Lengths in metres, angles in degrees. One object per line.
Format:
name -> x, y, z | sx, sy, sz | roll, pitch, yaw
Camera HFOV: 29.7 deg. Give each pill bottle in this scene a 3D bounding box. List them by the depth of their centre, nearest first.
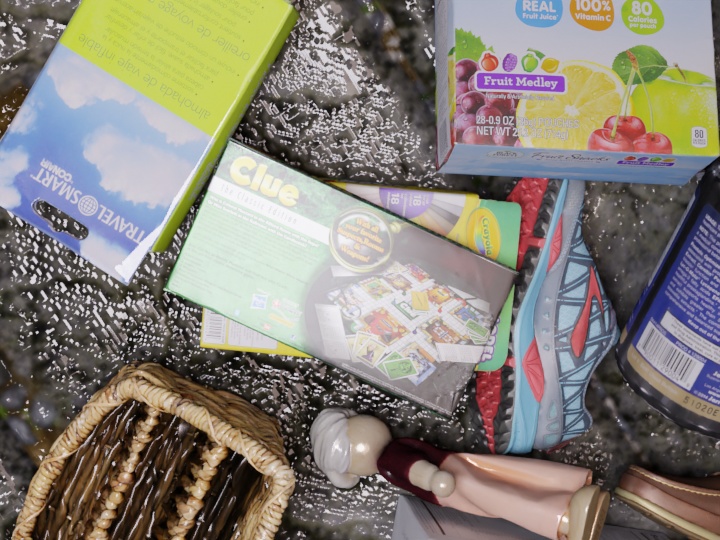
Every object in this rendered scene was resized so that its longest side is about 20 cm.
pill bottle -> 0.247, -0.003, 0.846 | 0.111, 0.112, 0.201 | 18, 117, -9

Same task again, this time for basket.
basket -> -0.142, 0.167, 0.847 | 0.142, 0.149, 0.201 | 25, 94, -10

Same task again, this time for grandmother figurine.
grandmother figurine -> 0.059, 0.133, 0.882 | 0.199, 0.121, 0.061 | 15, 72, 21

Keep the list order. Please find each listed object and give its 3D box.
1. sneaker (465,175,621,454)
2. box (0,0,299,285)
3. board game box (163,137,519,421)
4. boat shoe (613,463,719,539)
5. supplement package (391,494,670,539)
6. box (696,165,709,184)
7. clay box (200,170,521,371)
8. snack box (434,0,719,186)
sneaker -> 0.130, 0.023, 0.914 | 0.095, 0.079, 0.202 | 4, 101, -25
box -> -0.139, -0.107, 0.852 | 0.121, 0.048, 0.201 | 31, 93, 4
board game box -> -0.012, 0.005, 0.850 | 0.199, 0.023, 0.105 | 25, 98, -3
boat shoe -> 0.269, 0.163, 0.945 | 0.199, 0.072, 0.068 | 18, 89, -16
supplement package -> 0.120, 0.230, 0.907 | 0.198, 0.114, 0.110 | 10, 94, -8
box -> 0.340, -0.007, 0.940 | 0.157, 0.050, 0.201 | -22, 99, -5
clay box -> 0.000, 0.000, 0.885 | 0.198, 0.048, 0.116 | 6, 96, -1
snack box -> 0.132, -0.161, 0.855 | 0.167, 0.068, 0.202 | 1, 76, -8
